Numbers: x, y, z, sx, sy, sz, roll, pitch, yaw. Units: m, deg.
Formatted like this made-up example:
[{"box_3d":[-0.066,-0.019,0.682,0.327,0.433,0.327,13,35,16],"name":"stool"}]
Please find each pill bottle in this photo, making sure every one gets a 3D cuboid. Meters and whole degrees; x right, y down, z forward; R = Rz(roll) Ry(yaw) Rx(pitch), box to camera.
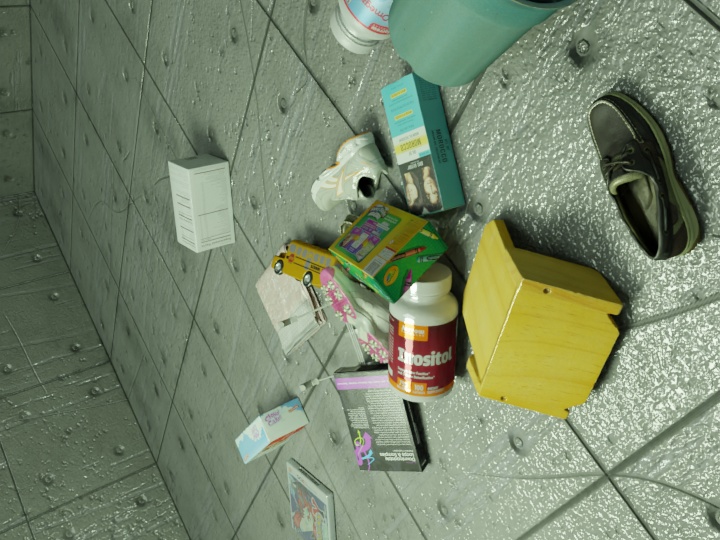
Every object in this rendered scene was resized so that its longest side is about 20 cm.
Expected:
[{"box_3d":[0.034,-0.406,0.987,0.200,0.107,0.111,-38,73,54],"name":"pill bottle"},{"box_3d":[0.099,0.095,1.102,0.112,0.111,0.205,25,124,46],"name":"pill bottle"}]

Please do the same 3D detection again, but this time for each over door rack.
[{"box_3d":[-0.057,0.136,1.364,0.197,0.066,0.151,-23,85,35],"name":"over door rack"}]

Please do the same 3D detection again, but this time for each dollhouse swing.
[{"box_3d":[0.239,0.055,0.958,0.177,0.177,0.204,14,124,4],"name":"dollhouse swing"}]

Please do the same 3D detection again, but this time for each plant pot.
[{"box_3d":[0.134,-0.335,0.819,0.204,0.197,0.196,66,152,9],"name":"plant pot"}]

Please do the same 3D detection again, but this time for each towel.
[{"box_3d":[-0.161,0.068,1.527,0.200,0.032,0.194,-44,67,51],"name":"towel"}]

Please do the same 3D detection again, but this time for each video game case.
[{"box_3d":[-0.121,0.592,1.698,0.181,0.023,0.205,22,121,49],"name":"video game case"}]

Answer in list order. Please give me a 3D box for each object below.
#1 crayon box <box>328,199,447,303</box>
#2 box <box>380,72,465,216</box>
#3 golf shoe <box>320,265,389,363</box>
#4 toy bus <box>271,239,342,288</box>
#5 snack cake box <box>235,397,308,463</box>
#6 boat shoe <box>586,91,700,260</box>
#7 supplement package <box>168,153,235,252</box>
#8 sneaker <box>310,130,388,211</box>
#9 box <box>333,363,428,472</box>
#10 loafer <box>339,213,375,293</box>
[{"box_3d":[0.037,-0.035,1.081,0.058,0.119,0.200,48,173,-25],"name":"crayon box"},{"box_3d":[0.093,-0.188,1.047,0.082,0.048,0.205,-9,97,55],"name":"box"},{"box_3d":[0.009,0.062,1.191,0.201,0.092,0.075,53,153,-14],"name":"golf shoe"},{"box_3d":[-0.094,-0.008,1.355,0.198,0.064,0.080,20,91,50],"name":"toy bus"},{"box_3d":[-0.216,0.388,1.666,0.068,0.113,0.200,61,143,15],"name":"snack cake box"},{"box_3d":[0.306,-0.107,0.768,0.073,0.064,0.203,-44,67,54],"name":"boat shoe"},{"box_3d":[-0.382,-0.164,1.668,0.109,0.112,0.205,23,122,46],"name":"supplement package"},{"box_3d":[-0.020,-0.147,1.206,0.093,0.075,0.200,59,144,12],"name":"sneaker"},{"box_3d":[0.037,0.275,1.283,0.140,0.036,0.205,-8,100,34],"name":"box"},{"box_3d":[0.000,0.000,1.238,0.075,0.069,0.205,-14,93,55],"name":"loafer"}]
